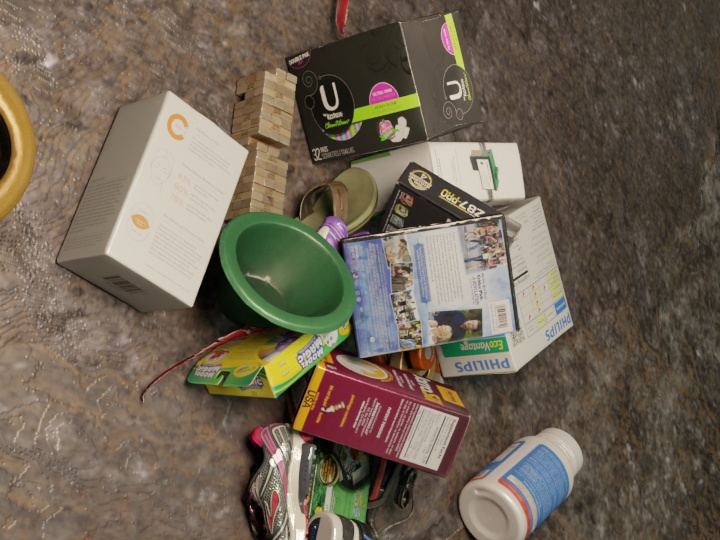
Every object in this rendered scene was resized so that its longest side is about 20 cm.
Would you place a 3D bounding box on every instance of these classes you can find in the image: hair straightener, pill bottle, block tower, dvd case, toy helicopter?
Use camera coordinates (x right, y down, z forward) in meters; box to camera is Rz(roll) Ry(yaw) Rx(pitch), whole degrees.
[{"bbox_3d":[0.058,0.257,1.534,0.077,0.041,0.201,15,97,-5],"label":"hair straightener"},{"bbox_3d":[0.240,0.310,1.724,0.200,0.112,0.113,-29,106,-44],"label":"pill bottle"},{"bbox_3d":[-0.123,-0.144,1.440,0.054,0.058,0.201,18,70,-44],"label":"block tower"},{"bbox_3d":[0.083,0.017,1.401,0.199,0.018,0.143,-9,96,-6],"label":"dvd case"},{"bbox_3d":[0.073,0.176,1.595,0.132,0.079,0.201,9,83,-59],"label":"toy helicopter"}]

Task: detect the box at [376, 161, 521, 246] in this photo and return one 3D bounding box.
[{"bbox_3d":[0.099,-0.027,1.516,0.161,0.200,0.049,30,53,5],"label":"box"}]

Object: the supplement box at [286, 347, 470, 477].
[{"bbox_3d":[0.019,0.165,1.434,0.199,0.110,0.086,19,101,-12],"label":"supplement box"}]

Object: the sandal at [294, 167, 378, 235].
[{"bbox_3d":[-0.045,-0.073,1.487,0.201,0.080,0.058,-45,143,-39],"label":"sandal"}]

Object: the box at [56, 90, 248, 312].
[{"bbox_3d":[-0.223,-0.072,1.292,0.124,0.097,0.201,36,60,-37],"label":"box"}]

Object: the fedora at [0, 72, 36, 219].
[{"bbox_3d":[-0.409,-0.121,1.113,0.200,0.082,0.202,7,79,-40],"label":"fedora"}]

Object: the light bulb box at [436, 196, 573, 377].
[{"bbox_3d":[0.187,0.022,1.685,0.198,0.124,0.201,-28,106,-51],"label":"light bulb box"}]

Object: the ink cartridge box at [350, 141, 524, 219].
[{"bbox_3d":[0.107,-0.122,1.615,0.200,0.146,0.085,-7,88,-48],"label":"ink cartridge box"}]

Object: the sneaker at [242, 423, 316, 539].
[{"bbox_3d":[-0.103,0.281,1.399,0.074,0.081,0.201,8,77,-17],"label":"sneaker"}]

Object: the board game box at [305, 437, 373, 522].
[{"bbox_3d":[-0.028,0.261,1.510,0.105,0.023,0.201,26,66,-44],"label":"board game box"}]

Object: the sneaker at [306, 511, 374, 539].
[{"bbox_3d":[-0.030,0.400,1.437,0.112,0.073,0.201,24,80,-41],"label":"sneaker"}]

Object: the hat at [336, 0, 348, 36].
[{"bbox_3d":[-0.037,-0.465,1.588,0.165,0.176,0.200,32,26,-24],"label":"hat"}]

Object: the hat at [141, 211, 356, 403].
[{"bbox_3d":[-0.132,0.048,1.358,0.199,0.176,0.166,12,46,-33],"label":"hat"}]

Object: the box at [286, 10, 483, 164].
[{"bbox_3d":[0.030,-0.230,1.507,0.124,0.199,0.149,-23,101,-46],"label":"box"}]

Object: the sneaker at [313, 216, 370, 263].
[{"bbox_3d":[0.000,0.000,1.469,0.084,0.080,0.200,-61,148,-13],"label":"sneaker"}]

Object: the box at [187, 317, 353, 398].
[{"bbox_3d":[-0.099,0.091,1.387,0.200,0.117,0.049,-36,115,-43],"label":"box"}]
